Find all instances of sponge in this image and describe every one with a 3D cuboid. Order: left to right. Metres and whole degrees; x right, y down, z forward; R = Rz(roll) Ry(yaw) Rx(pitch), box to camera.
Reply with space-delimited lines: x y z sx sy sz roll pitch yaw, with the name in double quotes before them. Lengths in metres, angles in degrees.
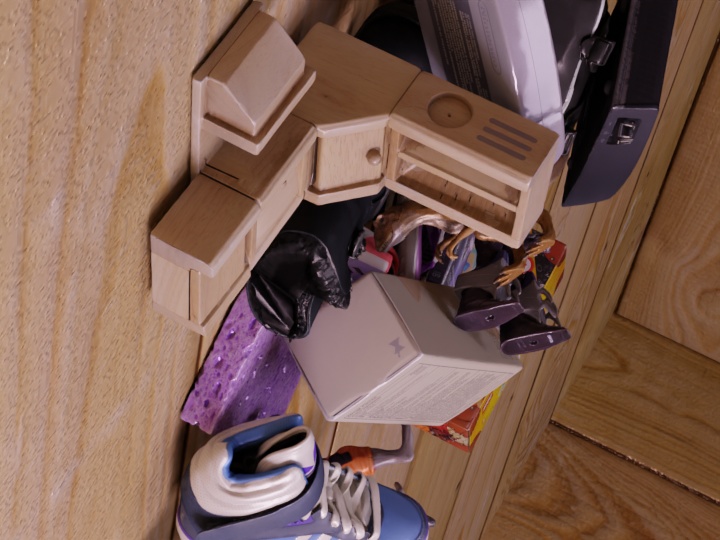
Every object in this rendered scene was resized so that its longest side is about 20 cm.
"sponge" -0.074 0.068 1.481 0.112 0.030 0.200 -64 168 1

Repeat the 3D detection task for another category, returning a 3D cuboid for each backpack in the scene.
"backpack" 0.111 -0.179 1.455 0.200 0.150 0.178 -62 172 -64

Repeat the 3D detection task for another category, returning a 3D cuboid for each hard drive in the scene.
"hard drive" 0.192 -0.132 1.456 0.200 0.042 0.135 104 -1 -71

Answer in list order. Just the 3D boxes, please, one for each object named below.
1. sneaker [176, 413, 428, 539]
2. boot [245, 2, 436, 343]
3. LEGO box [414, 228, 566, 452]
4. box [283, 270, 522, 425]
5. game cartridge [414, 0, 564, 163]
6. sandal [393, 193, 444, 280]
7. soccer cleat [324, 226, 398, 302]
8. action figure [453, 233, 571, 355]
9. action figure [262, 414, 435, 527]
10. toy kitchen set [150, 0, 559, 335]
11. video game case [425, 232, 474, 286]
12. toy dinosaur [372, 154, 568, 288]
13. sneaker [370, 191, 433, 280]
"sneaker" -0.030 0.162 1.422 0.146 0.200 0.081 116 -24 -54
"boot" -0.008 -0.063 1.341 0.168 0.076 0.200 -65 179 -49
"LEGO box" 0.078 0.041 1.787 0.200 0.149 0.077 -61 167 -18
"box" 0.036 0.063 1.500 0.095 0.078 0.200 -36 161 17
"game cartridge" 0.075 -0.164 1.252 0.042 0.133 0.200 -27 120 -19
"sandal" 0.055 -0.056 1.575 0.082 0.050 0.203 -157 -108 -87
"soccer cleat" 0.000 0.000 1.543 0.067 0.076 0.200 -63 168 -4
"action figure" 0.110 -0.030 1.544 0.130 0.069 0.200 44 31 -44
"action figure" -0.044 0.180 1.545 0.193 0.105 0.200 -18 159 -15
"toy kitchen set" -0.003 -0.056 1.171 0.200 0.180 0.163 -55 164 -32
"video game case" 0.101 -0.064 1.692 0.143 0.019 0.200 75 37 -78
"toy dinosaur" 0.107 -0.053 1.456 0.200 0.106 0.060 -22 159 -21
"sneaker" 0.051 -0.072 1.654 0.091 0.066 0.200 68 45 -70
